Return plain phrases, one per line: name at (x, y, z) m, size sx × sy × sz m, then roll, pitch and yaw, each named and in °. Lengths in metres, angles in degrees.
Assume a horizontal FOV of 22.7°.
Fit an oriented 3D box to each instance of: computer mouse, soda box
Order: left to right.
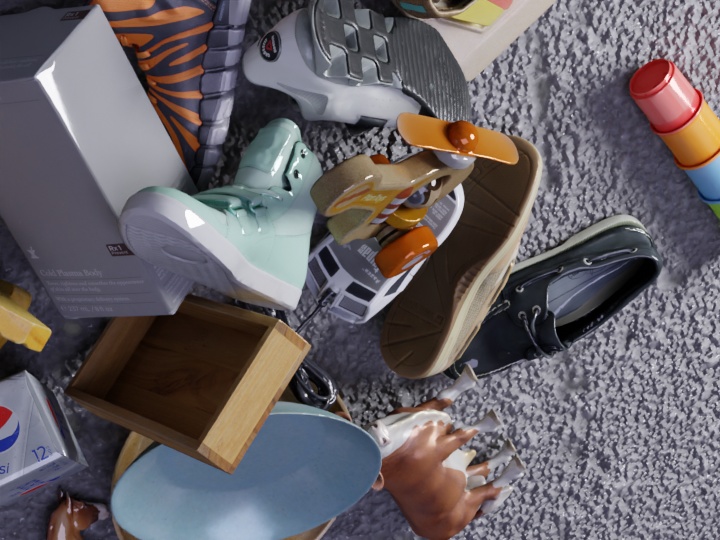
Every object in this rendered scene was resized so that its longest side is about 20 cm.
soda box at (-0.235, 0.117, 1.224) m, size 0.068 × 0.200 × 0.064 m, roll -25°, pitch 84°, yaw -7°
computer mouse at (0.000, 0.000, 1.330) m, size 0.110 × 0.044 × 0.200 m, roll 45°, pitch 91°, yaw 9°

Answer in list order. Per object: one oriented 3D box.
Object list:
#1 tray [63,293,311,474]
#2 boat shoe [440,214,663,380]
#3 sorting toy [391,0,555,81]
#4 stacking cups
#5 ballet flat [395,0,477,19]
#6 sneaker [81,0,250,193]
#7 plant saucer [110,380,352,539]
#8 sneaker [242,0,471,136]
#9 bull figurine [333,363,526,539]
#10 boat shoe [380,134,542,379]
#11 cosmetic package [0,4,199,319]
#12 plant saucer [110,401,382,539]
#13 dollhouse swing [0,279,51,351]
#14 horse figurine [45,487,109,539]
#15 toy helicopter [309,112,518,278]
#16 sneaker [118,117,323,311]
tray at (-0.121, 0.069, 1.225) m, size 0.037 × 0.199 × 0.099 m, roll 40°, pitch 75°, yaw -31°
boat shoe at (0.151, 0.033, 1.404) m, size 0.198 × 0.066 × 0.075 m, roll -28°, pitch 124°, yaw -5°
sorting toy at (0.088, -0.253, 1.251) m, size 0.185 × 0.037 × 0.200 m, roll -43°, pitch 123°, yaw 4°
stacking cups at (0.274, -0.085, 1.405) m, size 0.060 × 0.061 × 0.200 m, roll -42°, pitch 118°, yaw 4°
ballet flat at (0.110, -0.234, 1.209) m, size 0.199 × 0.072 × 0.068 m, roll -35°, pitch 120°, yaw -1°
sneaker at (-0.138, -0.143, 1.206) m, size 0.111 × 0.078 × 0.201 m, roll 8°, pitch 118°, yaw -9°
plant saucer at (-0.101, 0.151, 1.381) m, size 0.199 × 0.035 × 0.202 m, roll -11°, pitch 118°, yaw -21°
sneaker at (-0.001, -0.134, 1.238) m, size 0.088 × 0.075 × 0.199 m, roll -19°, pitch 156°, yaw 35°
bull figurine at (0.056, 0.145, 1.409) m, size 0.121 × 0.065 × 0.200 m, roll -30°, pitch 143°, yaw 1°
boat shoe at (0.082, -0.011, 1.363) m, size 0.064 × 0.071 × 0.201 m, roll 5°, pitch 117°, yaw -60°
cosmetic package at (-0.186, -0.069, 1.186) m, size 0.201 × 0.106 × 0.090 m, roll 60°, pitch 43°, yaw -33°
plant saucer at (-0.085, 0.141, 1.307) m, size 0.199 × 0.039 × 0.202 m, roll -10°, pitch 146°, yaw -7°
dollhouse swing at (-0.326, 0.039, 1.159) m, size 0.199 × 0.176 × 0.182 m, roll 32°, pitch 101°, yaw -32°
horse figurine at (-0.215, 0.276, 1.399) m, size 0.132 × 0.050 × 0.201 m, roll 20°, pitch 104°, yaw -36°
toy helicopter at (0.027, -0.060, 1.209) m, size 0.132 × 0.200 × 0.079 m, roll -34°, pitch 80°, yaw 19°
sneaker at (-0.088, -0.053, 1.171) m, size 0.200 × 0.073 × 0.119 m, roll 32°, pitch 69°, yaw -64°
